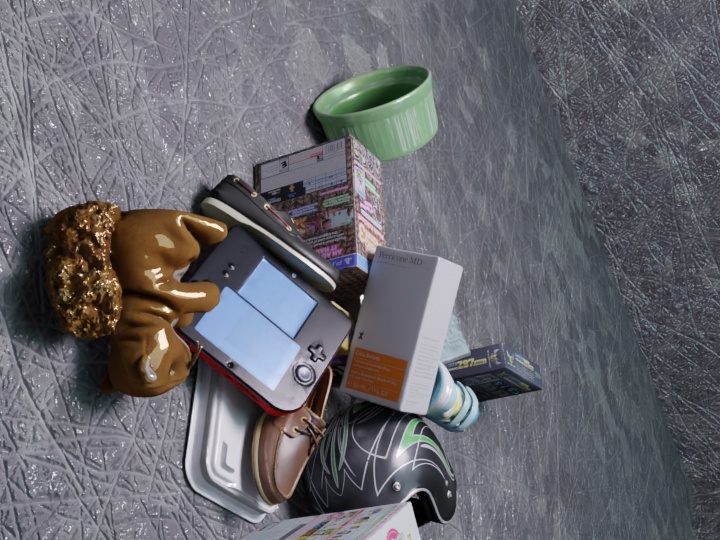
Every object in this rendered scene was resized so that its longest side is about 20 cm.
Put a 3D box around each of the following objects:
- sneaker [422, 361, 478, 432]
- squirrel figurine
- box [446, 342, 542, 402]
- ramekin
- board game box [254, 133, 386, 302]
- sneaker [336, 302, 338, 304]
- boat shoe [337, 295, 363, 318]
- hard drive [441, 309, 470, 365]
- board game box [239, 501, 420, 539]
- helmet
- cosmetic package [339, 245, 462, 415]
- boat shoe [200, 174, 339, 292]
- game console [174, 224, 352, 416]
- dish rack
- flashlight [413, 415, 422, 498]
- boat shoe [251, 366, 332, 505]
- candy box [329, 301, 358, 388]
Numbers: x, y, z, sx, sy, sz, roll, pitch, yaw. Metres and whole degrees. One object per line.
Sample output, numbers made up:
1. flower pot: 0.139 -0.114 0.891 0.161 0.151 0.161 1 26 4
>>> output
1. sneaker: 0.124 0.180 1.414 0.130 0.200 0.080 29 85 -13
2. squirrel figurine: -0.244 0.032 1.038 0.200 0.141 0.187 19 70 -45
3. box: 0.228 0.192 1.863 0.200 0.157 0.051 30 50 -56
4. ramekin: 0.030 -0.251 1.657 0.200 0.200 0.098 -63 141 -55
5. board game box: -0.055 -0.063 1.410 0.097 0.159 0.200 34 48 -55
6. sneaker: -0.045 -0.022 1.534 0.076 0.075 0.200 19 55 -37
7. boat shoe: 0.000 0.000 1.466 0.063 0.073 0.200 1 65 -29
8. hard drive: 0.069 0.097 1.590 0.200 0.033 0.140 -15 80 -36
9. board game box: -0.050 0.326 1.159 0.147 0.200 0.064 -13 89 -65
10. helmet: 0.020 0.271 1.358 0.191 0.200 0.200 41 41 -37
11. cosmetic package: 0.053 0.077 1.320 0.071 0.101 0.200 20 82 -55
12. boat shoe: -0.106 -0.048 1.294 0.201 0.074 0.063 36 65 0
13. game console: -0.120 0.060 1.223 0.200 0.031 0.177 41 54 -9
14. dish rack: -0.139 0.190 1.236 0.172 0.043 0.200 46 38 -48
15. flashlight: 0.074 0.261 1.522 0.068 0.068 0.200 22 83 -41
16. boat shoe: -0.080 0.189 1.229 0.072 0.067 0.200 56 32 -36
17. candy box: -0.040 0.107 1.394 0.200 0.116 0.057 37 52 -53
